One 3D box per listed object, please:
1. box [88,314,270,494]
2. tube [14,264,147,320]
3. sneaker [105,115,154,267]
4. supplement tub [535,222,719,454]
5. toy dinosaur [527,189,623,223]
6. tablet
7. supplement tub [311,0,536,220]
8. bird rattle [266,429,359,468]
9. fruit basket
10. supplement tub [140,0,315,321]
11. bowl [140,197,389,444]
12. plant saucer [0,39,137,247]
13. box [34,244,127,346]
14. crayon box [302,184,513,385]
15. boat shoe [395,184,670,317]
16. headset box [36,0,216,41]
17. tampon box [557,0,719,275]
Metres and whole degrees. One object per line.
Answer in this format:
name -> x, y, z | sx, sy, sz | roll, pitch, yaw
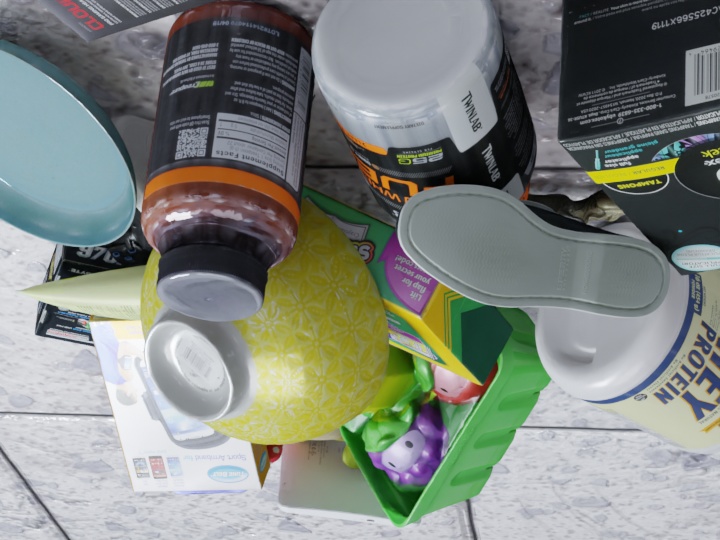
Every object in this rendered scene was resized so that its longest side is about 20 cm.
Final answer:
box -> -0.148, 0.115, 1.613 | 0.118, 0.042, 0.201 | -3, 118, 14
tube -> -0.172, 0.017, 1.500 | 0.199, 0.052, 0.058 | -4, 126, 32
sneaker -> -0.169, -0.045, 1.475 | 0.111, 0.074, 0.200 | -11, 149, 28
supplement tub -> 0.253, 0.061, 1.528 | 0.199, 0.146, 0.145 | 26, 146, -36
toy dinosaur -> 0.112, -0.028, 1.442 | 0.198, 0.089, 0.048 | 1, 143, 6
tablet -> -0.009, 0.173, 1.773 | 0.129, 0.200, 0.014 | 8, 116, -3
supplement tub -> 0.049, -0.104, 1.268 | 0.122, 0.123, 0.200 | -3, 152, 16
bird rattle -> -0.056, 0.135, 1.744 | 0.198, 0.114, 0.163 | -6, -169, -15
fruit basket -> 0.033, 0.094, 1.586 | 0.214, 0.156, 0.217 | -18, 138, -17
supplement tub -> -0.089, -0.071, 1.271 | 0.106, 0.201, 0.107 | 5, 154, 2
bowl -> -0.090, 0.047, 1.353 | 0.199, 0.108, 0.201 | 19, 124, 30
plant saucer -> -0.242, -0.097, 1.372 | 0.199, 0.027, 0.201 | 22, 145, 16
box -> -0.170, 0.025, 1.642 | 0.198, 0.046, 0.159 | 12, 152, -13
crayon box -> 0.000, 0.000, 1.436 | 0.199, 0.059, 0.173 | 25, 170, 25
boat shoe -> 0.106, -0.009, 1.261 | 0.199, 0.076, 0.060 | 18, 178, -22
headset box -> -0.142, -0.219, 1.129 | 0.199, 0.076, 0.149 | -12, 149, 30
tampon box -> 0.235, -0.103, 1.230 | 0.149, 0.127, 0.200 | -12, 149, 31
